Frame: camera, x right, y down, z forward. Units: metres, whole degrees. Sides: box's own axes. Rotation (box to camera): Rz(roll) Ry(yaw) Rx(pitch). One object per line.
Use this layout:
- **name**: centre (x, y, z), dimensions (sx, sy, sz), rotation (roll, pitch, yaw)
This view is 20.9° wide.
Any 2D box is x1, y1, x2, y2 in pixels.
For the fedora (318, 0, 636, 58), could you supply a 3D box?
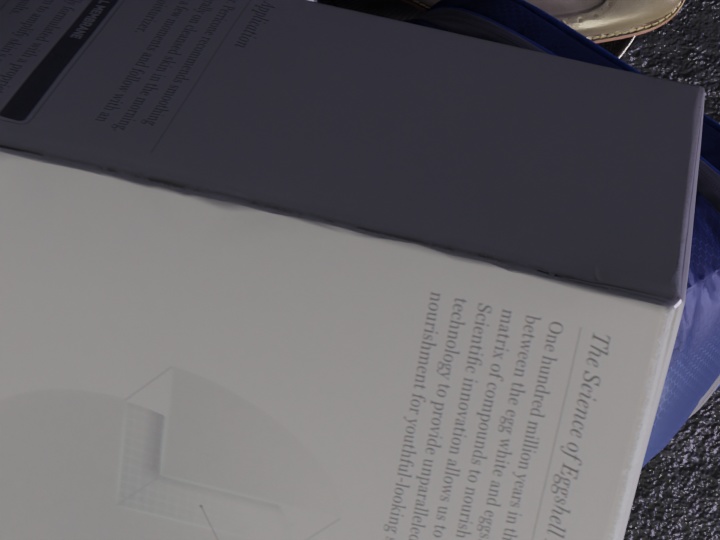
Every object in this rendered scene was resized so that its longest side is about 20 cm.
- **fedora**: centre (0.044, -0.156, 0.903), dimensions (0.090, 0.199, 0.179), rotation (-15, 86, -59)

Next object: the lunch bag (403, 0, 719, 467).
- **lunch bag**: centre (0.057, -0.014, 0.756), dimensions (0.132, 0.199, 0.137), rotation (-32, 152, -45)

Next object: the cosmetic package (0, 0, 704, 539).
- **cosmetic package**: centre (-0.022, 0.039, 0.548), dimensions (0.123, 0.198, 0.201), rotation (-65, 167, -57)

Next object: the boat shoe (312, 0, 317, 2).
- **boat shoe**: centre (-0.043, -0.110, 0.686), dimensions (0.066, 0.069, 0.202), rotation (-60, 154, -63)

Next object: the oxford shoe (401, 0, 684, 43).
- **oxford shoe**: centre (0.052, -0.132, 0.793), dimensions (0.074, 0.198, 0.072), rotation (-175, -89, -73)
